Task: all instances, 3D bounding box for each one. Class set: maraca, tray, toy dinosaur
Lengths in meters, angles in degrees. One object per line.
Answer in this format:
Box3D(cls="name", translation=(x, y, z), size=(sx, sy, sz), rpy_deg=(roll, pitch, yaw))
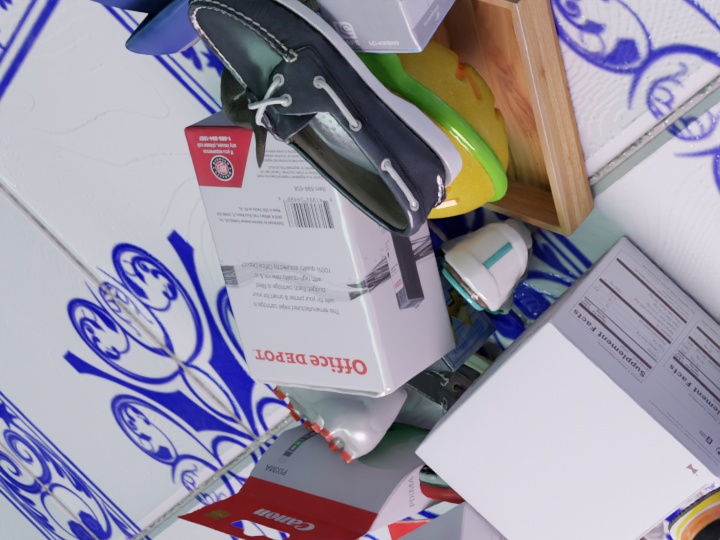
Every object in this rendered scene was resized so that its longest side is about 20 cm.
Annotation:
Box3D(cls="maraca", translation=(0.020, -0.105, 1.494), size=(0.137, 0.107, 0.200), rpy_deg=(17, 159, 47))
Box3D(cls="tray", translation=(0.092, -0.119, 1.553), size=(0.099, 0.037, 0.200), rpy_deg=(21, 145, 35))
Box3D(cls="toy dinosaur", translation=(-0.059, -0.143, 1.615), size=(0.102, 0.200, 0.077), rpy_deg=(-12, 150, 31))

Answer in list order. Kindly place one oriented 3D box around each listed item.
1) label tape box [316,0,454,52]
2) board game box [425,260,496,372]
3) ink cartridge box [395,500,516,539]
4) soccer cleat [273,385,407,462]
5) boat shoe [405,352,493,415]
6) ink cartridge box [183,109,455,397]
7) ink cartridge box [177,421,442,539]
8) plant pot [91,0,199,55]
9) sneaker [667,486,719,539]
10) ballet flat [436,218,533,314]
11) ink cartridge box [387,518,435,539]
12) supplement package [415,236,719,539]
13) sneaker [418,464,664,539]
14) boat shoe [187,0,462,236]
Box3D(cls="label tape box", translation=(0.010, -0.248, 1.365), size=(0.066, 0.143, 0.200), rpy_deg=(6, 135, 31))
Box3D(cls="board game box", translation=(0.000, 0.000, 1.790), size=(0.200, 0.062, 0.200), rpy_deg=(14, 134, 38))
Box3D(cls="ink cartridge box", translation=(0.096, 0.232, 1.728), size=(0.200, 0.068, 0.116), rpy_deg=(22, 149, -21))
Box3D(cls="soccer cleat", translation=(-0.025, 0.097, 1.957), size=(0.069, 0.078, 0.200), rpy_deg=(51, 171, -31))
Box3D(cls="boat shoe", translation=(0.095, 0.109, 1.806), size=(0.200, 0.065, 0.072), rpy_deg=(24, 160, 30))
Box3D(cls="ink cartridge box", translation=(-0.028, -0.021, 1.668), size=(0.144, 0.084, 0.200), rpy_deg=(4, 114, 43))
Box3D(cls="ink cartridge box", translation=(-0.027, 0.171, 1.917), size=(0.161, 0.200, 0.050), rpy_deg=(11, 109, 45))
Box3D(cls="plant pot", translation=(-0.114, -0.262, 1.467), size=(0.180, 0.200, 0.200), rpy_deg=(42, 152, -12))
Box3D(cls="sneaker", translation=(0.287, 0.218, 1.617), size=(0.200, 0.070, 0.090), rpy_deg=(30, -155, -48))
Box3D(cls="ballet flat", translation=(0.094, -0.006, 1.648), size=(0.069, 0.069, 0.200), rpy_deg=(43, -178, 1))
Box3D(cls="ink cartridge box", translation=(0.124, 0.275, 1.923), size=(0.176, 0.045, 0.200), rpy_deg=(-8, 133, 8))
Box3D(cls="supplement package", translation=(0.164, 0.105, 1.638), size=(0.156, 0.111, 0.200), rpy_deg=(43, 138, 1))
Box3D(cls="sneaker", translation=(0.134, 0.196, 1.805), size=(0.200, 0.077, 0.085), rpy_deg=(14, 106, 20))
Box3D(cls="boat shoe", translation=(-0.028, -0.099, 1.393), size=(0.200, 0.060, 0.076), rpy_deg=(36, 153, -9))
